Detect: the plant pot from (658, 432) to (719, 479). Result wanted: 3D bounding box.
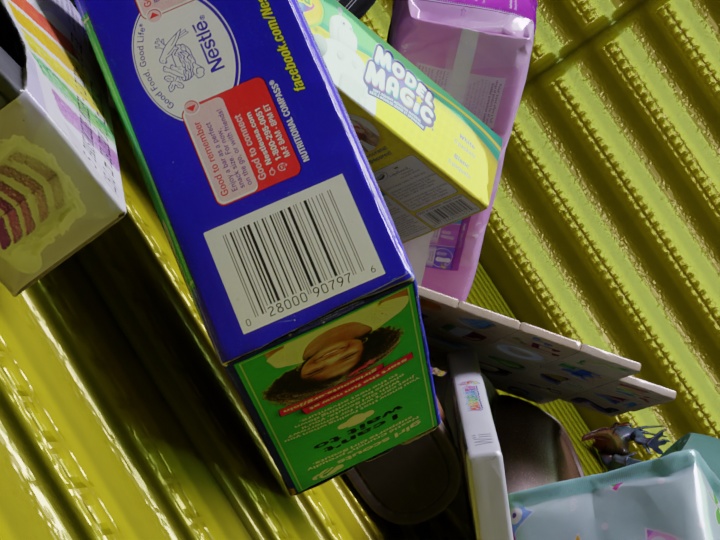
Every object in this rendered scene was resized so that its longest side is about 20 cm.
[{"bbox_3d":[0.381,0.280,2.268,0.161,0.201,0.201,43,5,3],"label":"plant pot"}]

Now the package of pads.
[{"bbox_3d":[0.042,-0.081,1.102,0.121,0.075,0.201,-85,-175,-52],"label":"package of pads"}]

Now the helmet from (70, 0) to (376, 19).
[{"bbox_3d":[-0.070,-0.190,1.034,0.199,0.191,0.200,35,-18,13],"label":"helmet"}]

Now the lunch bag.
[{"bbox_3d":[0.160,0.203,1.014,0.200,0.121,0.172,46,33,-57],"label":"lunch bag"}]

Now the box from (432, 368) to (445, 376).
[{"bbox_3d":[0.000,0.000,1.374,0.200,0.039,0.137,53,6,-31],"label":"box"}]

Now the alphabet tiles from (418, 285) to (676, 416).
[{"bbox_3d":[0.061,0.041,1.091,0.198,0.006,0.166,19,-13,-8],"label":"alphabet tiles"}]

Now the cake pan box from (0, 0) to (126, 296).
[{"bbox_3d":[-0.151,-0.104,0.659,0.185,0.052,0.200,52,7,-22],"label":"cake pan box"}]

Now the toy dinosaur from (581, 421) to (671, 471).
[{"bbox_3d":[0.357,0.231,2.838,0.200,0.105,0.181,40,-9,-24],"label":"toy dinosaur"}]

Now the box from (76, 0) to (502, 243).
[{"bbox_3d":[-0.042,-0.083,0.969,0.199,0.117,0.049,35,52,-31],"label":"box"}]

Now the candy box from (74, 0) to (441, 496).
[{"bbox_3d":[-0.035,-0.025,0.768,0.200,0.076,0.170,70,-3,-71],"label":"candy box"}]

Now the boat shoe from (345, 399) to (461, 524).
[{"bbox_3d":[-0.016,0.027,0.984,0.068,0.071,0.201,-97,164,-76],"label":"boat shoe"}]

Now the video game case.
[{"bbox_3d":[0.063,0.130,0.997,0.200,0.018,0.145,-92,174,-79],"label":"video game case"}]

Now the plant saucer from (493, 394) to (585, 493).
[{"bbox_3d":[0.116,0.165,1.148,0.200,0.032,0.202,-16,90,-79],"label":"plant saucer"}]

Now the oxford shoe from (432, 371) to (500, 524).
[{"bbox_3d":[0.060,0.108,1.189,0.200,0.057,0.076,56,33,-61],"label":"oxford shoe"}]
